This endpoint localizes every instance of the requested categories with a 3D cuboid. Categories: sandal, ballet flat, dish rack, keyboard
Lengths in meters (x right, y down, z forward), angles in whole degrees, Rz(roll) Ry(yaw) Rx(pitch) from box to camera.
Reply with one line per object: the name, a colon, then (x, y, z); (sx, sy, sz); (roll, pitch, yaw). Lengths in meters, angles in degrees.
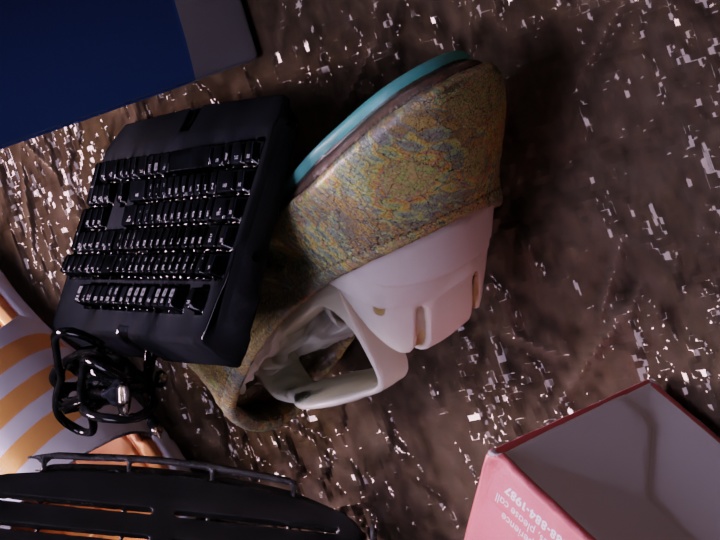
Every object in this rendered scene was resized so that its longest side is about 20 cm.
sandal: (-0.142, 0.044, 1.012); (0.207, 0.059, 0.079); (44, 101, 31)
ballet flat: (0.000, 0.000, 0.826); (0.071, 0.070, 0.200); (63, 150, 7)
dish rack: (-0.064, 0.135, 0.851); (0.055, 0.152, 0.201); (104, 171, -52)
keyboard: (-0.072, -0.002, 0.859); (0.200, 0.039, 0.105); (177, 105, -72)

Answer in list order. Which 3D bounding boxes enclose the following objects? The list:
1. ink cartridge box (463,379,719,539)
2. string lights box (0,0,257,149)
ink cartridge box: (0.076, 0.147, 0.800); (0.116, 0.067, 0.201); (42, 136, 33)
string lights box: (-0.142, -0.058, 0.864); (0.102, 0.199, 0.059); (-6, 103, 52)
